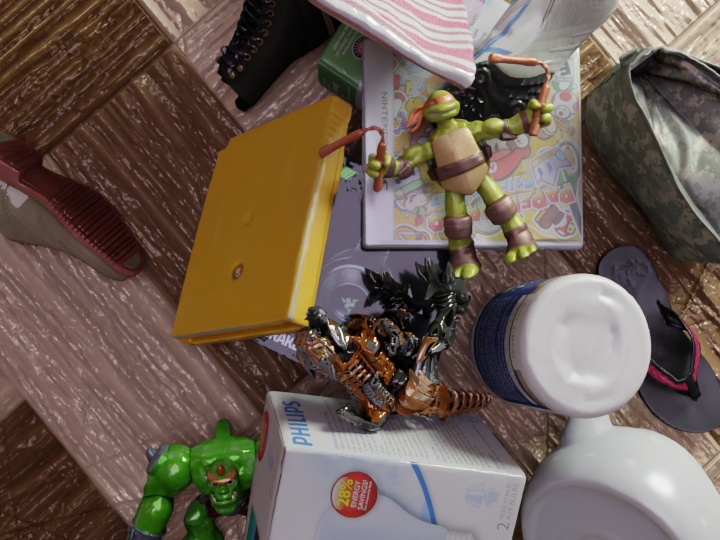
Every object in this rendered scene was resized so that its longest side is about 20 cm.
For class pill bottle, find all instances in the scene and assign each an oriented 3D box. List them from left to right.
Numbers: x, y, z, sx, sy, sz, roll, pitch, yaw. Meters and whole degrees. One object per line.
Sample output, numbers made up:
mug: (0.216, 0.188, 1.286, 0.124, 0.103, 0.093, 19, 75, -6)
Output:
pill bottle: (0.160, 0.065, 0.763, 0.108, 0.200, 0.114, 1, 85, -9)

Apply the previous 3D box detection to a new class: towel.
towel: (0.026, -0.230, 0.697, 0.144, 0.202, 0.030, 24, 126, -16)

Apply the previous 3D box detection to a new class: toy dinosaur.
toy dinosaur: (0.031, 0.070, 0.715, 0.100, 0.200, 0.138, 3, 67, 31)

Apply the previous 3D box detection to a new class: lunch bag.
lunch bag: (0.296, -0.114, 0.796, 0.117, 0.164, 0.201, -38, 90, 3)

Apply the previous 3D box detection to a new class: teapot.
teapot: (0.253, 0.222, 0.794, 0.195, 0.145, 0.203, 24, 128, 28)

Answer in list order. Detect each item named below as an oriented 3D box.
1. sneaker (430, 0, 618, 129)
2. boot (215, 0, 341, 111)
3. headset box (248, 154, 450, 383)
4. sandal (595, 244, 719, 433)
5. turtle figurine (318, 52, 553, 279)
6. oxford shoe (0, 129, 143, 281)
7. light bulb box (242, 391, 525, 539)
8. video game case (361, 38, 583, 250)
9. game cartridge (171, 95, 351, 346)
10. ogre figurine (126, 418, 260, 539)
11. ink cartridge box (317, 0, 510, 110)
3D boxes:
sneaker: (0.136, -0.189, 0.745, 0.200, 0.073, 0.072, -43, 117, 6)
boot: (-0.091, -0.227, 0.773, 0.138, 0.200, 0.078, -44, 65, 1)
headset box: (0.000, 0.000, 0.818, 0.172, 0.093, 0.203, 25, 87, -1)
sandal: (0.292, 0.070, 0.848, 0.074, 0.045, 0.203, -27, 89, -3)
turtle figurine: (0.076, -0.078, 0.721, 0.196, 0.064, 0.164, -20, 99, 1)
oxford shoe: (-0.297, -0.049, 0.835, 0.199, 0.071, 0.075, 40, 114, -1)
light bulb box: (0.007, 0.223, 0.724, 0.196, 0.125, 0.202, 8, 100, -13)
video game case: (0.099, -0.111, 0.773, 0.195, 0.023, 0.186, 0, 86, -4)
game cartridge: (-0.087, -0.039, 0.768, 0.032, 0.174, 0.204, 28, 64, -37)
ogre figurine: (-0.125, 0.211, 0.810, 0.196, 0.098, 0.122, -1, 106, 13)
ink cartridge box: (0.078, -0.195, 0.832, 0.198, 0.084, 0.146, 33, 86, 0)
